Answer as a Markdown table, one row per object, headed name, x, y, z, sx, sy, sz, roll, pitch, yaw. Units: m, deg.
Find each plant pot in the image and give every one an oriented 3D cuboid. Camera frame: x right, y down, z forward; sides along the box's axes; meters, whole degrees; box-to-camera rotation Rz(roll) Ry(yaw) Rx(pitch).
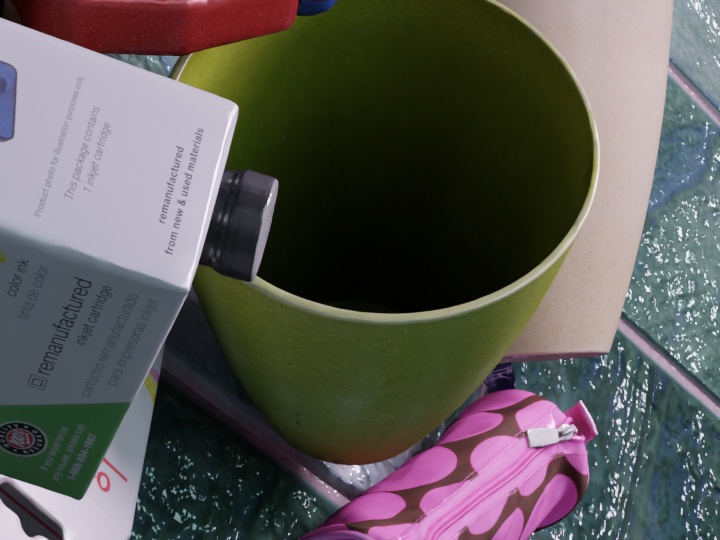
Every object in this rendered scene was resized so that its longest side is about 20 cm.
| name | x | y | z | sx | sy | sz | roll | pitch | yaw |
| --- | --- | --- | --- | --- | --- | --- | --- | --- | --- |
| plant pot | 0.083 | -0.052 | 1.125 | 0.187 | 0.186 | 0.202 | 4 | 81 | -51 |
| plant pot | 0.000 | 0.000 | 0.944 | 0.186 | 0.201 | 0.188 | 3 | 55 | -4 |

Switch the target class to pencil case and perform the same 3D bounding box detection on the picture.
| name | x | y | z | sx | sy | sz | roll | pitch | yaw |
| --- | --- | --- | --- | --- | --- | --- | --- | --- | --- |
| pencil case | 0.041 | 0.124 | 1.022 | 0.200 | 0.093 | 0.091 | -35 | 98 | -53 |

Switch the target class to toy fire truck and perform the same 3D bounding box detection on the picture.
| name | x | y | z | sx | sy | sz | roll | pitch | yaw |
| --- | --- | --- | --- | --- | --- | --- | --- | --- | --- |
| toy fire truck | -0.097 | -0.147 | 0.873 | 0.167 | 0.113 | 0.200 | -2 | 32 | -24 |

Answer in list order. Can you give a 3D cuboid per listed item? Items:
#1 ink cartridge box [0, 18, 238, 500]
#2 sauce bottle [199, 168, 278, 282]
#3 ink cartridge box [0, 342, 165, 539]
| name | x | y | z | sx | sy | sz | roll | pitch | yaw |
| --- | --- | --- | --- | --- | --- | --- | --- | --- | --- |
| ink cartridge box | -0.160 | -0.018 | 0.692 | 0.199 | 0.146 | 0.088 | 21 | 50 | -11 |
| sauce bottle | -0.131 | -0.039 | 0.781 | 0.198 | 0.066 | 0.066 | 15 | 49 | -1 |
| ink cartridge box | -0.142 | 0.040 | 0.837 | 0.117 | 0.067 | 0.201 | 48 | 34 | -38 |
